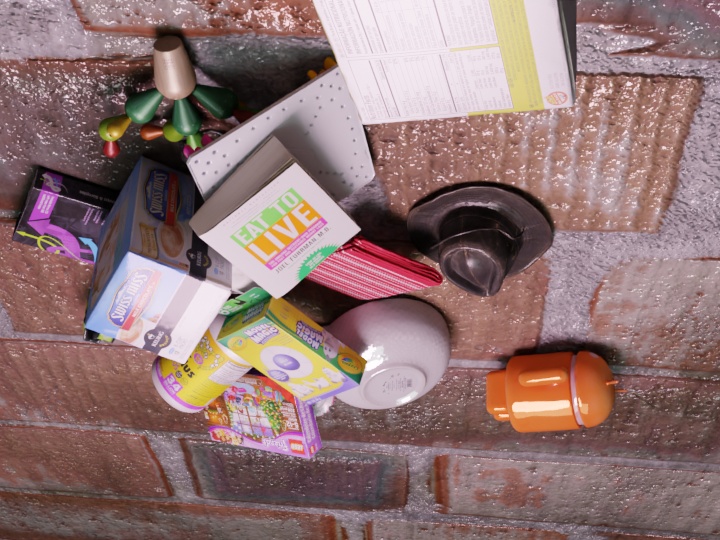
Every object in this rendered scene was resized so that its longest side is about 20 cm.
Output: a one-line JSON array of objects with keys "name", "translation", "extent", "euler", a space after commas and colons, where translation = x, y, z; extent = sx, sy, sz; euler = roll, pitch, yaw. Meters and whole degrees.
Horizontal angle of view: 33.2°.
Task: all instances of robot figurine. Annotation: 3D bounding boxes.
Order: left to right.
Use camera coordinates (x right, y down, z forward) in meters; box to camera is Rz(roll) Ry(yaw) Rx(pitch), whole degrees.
[{"name": "robot figurine", "translation": [0.288, 0.178, 1.780], "extent": [0.200, 0.117, 0.144], "euler": [-7, 118, 20]}]

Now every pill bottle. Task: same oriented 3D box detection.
[{"name": "pill bottle", "translation": [-0.204, 0.112, 1.738], "extent": [0.104, 0.104, 0.200], "euler": [31, 122, -34]}]

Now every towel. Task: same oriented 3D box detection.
[{"name": "towel", "translation": [0.000, 0.000, 1.584], "extent": [0.144, 0.023, 0.200], "euler": [23, 162, -27]}]

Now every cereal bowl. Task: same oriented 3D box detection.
[{"name": "cereal bowl", "translation": [0.038, 0.135, 1.728], "extent": [0.200, 0.083, 0.200], "euler": [-8, 138, -7]}]

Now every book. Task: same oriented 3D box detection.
[{"name": "book", "translation": [-0.094, -0.053, 1.361], "extent": [0.134, 0.048, 0.200], "euler": [-41, 150, 3]}]

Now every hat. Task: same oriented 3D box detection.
[{"name": "hat", "translation": [0.152, -0.019, 1.521], "extent": [0.200, 0.081, 0.201], "euler": [3, 148, 2]}]

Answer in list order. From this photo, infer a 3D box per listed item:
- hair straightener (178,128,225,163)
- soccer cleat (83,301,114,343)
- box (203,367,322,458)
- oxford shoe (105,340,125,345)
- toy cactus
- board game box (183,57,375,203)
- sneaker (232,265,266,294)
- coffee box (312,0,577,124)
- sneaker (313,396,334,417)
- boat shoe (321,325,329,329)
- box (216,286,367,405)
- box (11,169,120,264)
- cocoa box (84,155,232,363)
[{"name": "hair straightener", "translation": [-0.126, -0.131, 1.444], "extent": [0.200, 0.041, 0.077], "euler": [22, 123, -15]}, {"name": "soccer cleat", "translation": [-0.340, 0.056, 1.681], "extent": [0.067, 0.081, 0.200], "euler": [18, 159, -23]}, {"name": "box", "translation": [-0.160, 0.209, 1.855], "extent": [0.200, 0.039, 0.137], "euler": [4, 117, 35]}, {"name": "oxford shoe", "translation": [-0.316, 0.082, 1.760], "extent": [0.200, 0.073, 0.071], "euler": [-23, 138, 38]}, {"name": "toy cactus", "translation": [-0.202, -0.177, 1.330], "extent": [0.199, 0.102, 0.165], "euler": [5, 137, 12]}, {"name": "board game box", "translation": [-0.087, -0.119, 1.349], "extent": [0.200, 0.026, 0.200], "euler": [-33, 147, -11]}, {"name": "sneaker", "translation": [-0.166, -0.013, 1.588], "extent": [0.200, 0.073, 0.085], "euler": [-15, 140, 27]}, {"name": "coffee box", "translation": [0.075, -0.270, 1.029], "extent": [0.197, 0.200, 0.200], "euler": [-4, 147, 16]}, {"name": "sneaker", "translation": [-0.141, 0.198, 1.921], "extent": [0.200, 0.081, 0.088], "euler": [-23, 134, 28]}, {"name": "boat shoe", "translation": [-0.071, 0.117, 1.788], "extent": [0.199, 0.060, 0.074], "euler": [6, 148, 0]}, {"name": "box", "translation": [-0.102, 0.101, 1.626], "extent": [0.200, 0.048, 0.117], "euler": [39, 140, -23]}, {"name": "box", "translation": [-0.344, -0.056, 1.584], "extent": [0.200, 0.036, 0.143], "euler": [16, 147, -19]}, {"name": "cocoa box", "translation": [-0.239, -0.016, 1.449], "extent": [0.131, 0.200, 0.133], "euler": [23, 123, -21]}]
